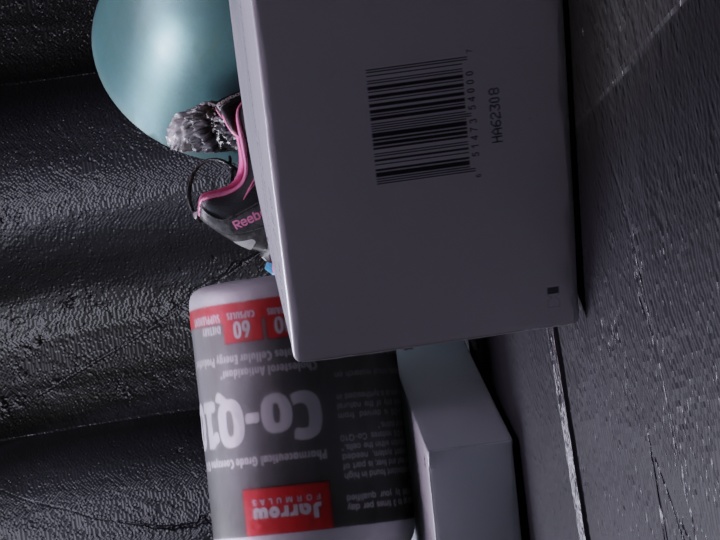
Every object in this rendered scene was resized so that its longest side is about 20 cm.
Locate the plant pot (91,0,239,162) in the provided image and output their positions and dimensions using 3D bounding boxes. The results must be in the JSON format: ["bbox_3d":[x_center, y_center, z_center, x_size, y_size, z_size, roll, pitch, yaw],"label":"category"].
[{"bbox_3d":[-0.083,-0.201,1.803,0.161,0.200,0.201,110,153,-61],"label":"plant pot"}]

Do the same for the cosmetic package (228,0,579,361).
[{"bbox_3d":[0.009,-0.104,1.057,0.200,0.122,0.200,-102,5,-60],"label":"cosmetic package"}]

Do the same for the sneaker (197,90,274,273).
[{"bbox_3d":[-0.038,-0.100,1.583,0.079,0.095,0.201,-136,70,-86],"label":"sneaker"}]

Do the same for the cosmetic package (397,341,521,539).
[{"bbox_3d":[0.055,0.137,1.432,0.200,0.051,0.151,-110,12,-74],"label":"cosmetic package"}]

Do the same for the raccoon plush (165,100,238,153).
[{"bbox_3d":[-0.058,-0.140,1.685,0.097,0.199,0.135,-37,-58,-62],"label":"raccoon plush"}]

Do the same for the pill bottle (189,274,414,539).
[{"bbox_3d":[-0.030,0.105,1.424,0.114,0.113,0.201,118,145,-84],"label":"pill bottle"}]

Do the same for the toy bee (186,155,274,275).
[{"bbox_3d":[-0.015,-0.014,1.783,0.109,0.131,0.200,30,-157,-51],"label":"toy bee"}]
